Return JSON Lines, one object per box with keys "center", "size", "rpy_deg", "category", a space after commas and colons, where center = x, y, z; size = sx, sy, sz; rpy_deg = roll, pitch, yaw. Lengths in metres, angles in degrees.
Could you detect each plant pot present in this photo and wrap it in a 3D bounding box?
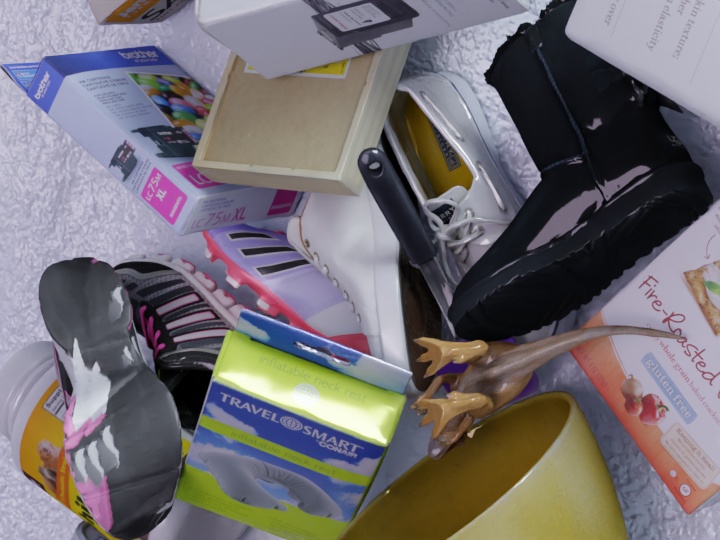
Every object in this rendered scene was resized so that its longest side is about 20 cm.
{"center": [0.093, 0.193, 1.483], "size": [0.200, 0.200, 0.142], "rpy_deg": [-30, 101, 36], "category": "plant pot"}

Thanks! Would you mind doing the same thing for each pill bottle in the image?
{"center": [-0.176, 0.131, 1.705], "size": [0.200, 0.109, 0.109], "rpy_deg": [31, 114, 29], "category": "pill bottle"}

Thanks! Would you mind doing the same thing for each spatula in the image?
{"center": [0.048, 0.008, 1.494], "size": [0.056, 0.021, 0.200], "rpy_deg": [-27, 107, 7], "category": "spatula"}

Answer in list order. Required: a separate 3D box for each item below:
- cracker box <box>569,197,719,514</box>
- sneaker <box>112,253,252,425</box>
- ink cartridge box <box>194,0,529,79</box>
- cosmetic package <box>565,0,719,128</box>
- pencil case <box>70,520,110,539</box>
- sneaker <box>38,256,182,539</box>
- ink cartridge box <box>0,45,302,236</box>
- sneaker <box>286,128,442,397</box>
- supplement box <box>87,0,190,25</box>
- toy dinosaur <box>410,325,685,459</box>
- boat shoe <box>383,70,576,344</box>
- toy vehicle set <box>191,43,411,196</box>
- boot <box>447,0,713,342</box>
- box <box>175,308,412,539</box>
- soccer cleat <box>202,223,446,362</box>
{"center": [0.235, 0.034, 1.419], "size": [0.200, 0.058, 0.134], "rpy_deg": [-46, 70, 31], "category": "cracker box"}
{"center": [-0.123, 0.057, 1.655], "size": [0.200, 0.087, 0.074], "rpy_deg": [32, 144, 31], "category": "sneaker"}
{"center": [0.003, -0.219, 1.489], "size": [0.200, 0.083, 0.145], "rpy_deg": [-11, 62, 30], "category": "ink cartridge box"}
{"center": [0.257, -0.162, 1.306], "size": [0.200, 0.166, 0.168], "rpy_deg": [35, 116, 28], "category": "cosmetic package"}
{"center": [-0.192, 0.279, 1.756], "size": [0.091, 0.083, 0.200], "rpy_deg": [28, 113, 21], "category": "pencil case"}
{"center": [-0.166, 0.093, 1.614], "size": [0.086, 0.080, 0.200], "rpy_deg": [90, 169, -63], "category": "sneaker"}
{"center": [-0.145, -0.102, 1.641], "size": [0.200, 0.119, 0.042], "rpy_deg": [39, 119, 26], "category": "ink cartridge box"}
{"center": [0.000, 0.000, 1.549], "size": [0.085, 0.073, 0.200], "rpy_deg": [-19, 59, 18], "category": "sneaker"}
{"center": [-0.161, -0.289, 1.654], "size": [0.126, 0.073, 0.200], "rpy_deg": [-31, 78, 35], "category": "supplement box"}
{"center": [0.088, 0.060, 1.452], "size": [0.200, 0.106, 0.060], "rpy_deg": [-33, 71, 46], "category": "toy dinosaur"}
{"center": [0.066, -0.037, 1.516], "size": [0.075, 0.086, 0.202], "rpy_deg": [-30, 78, 36], "category": "boat shoe"}
{"center": [-0.026, -0.149, 1.547], "size": [0.124, 0.027, 0.200], "rpy_deg": [8, 73, 36], "category": "toy vehicle set"}
{"center": [0.116, -0.068, 1.449], "size": [0.198, 0.073, 0.163], "rpy_deg": [-36, 57, 26], "category": "boot"}
{"center": [-0.046, 0.110, 1.534], "size": [0.122, 0.048, 0.200], "rpy_deg": [20, 147, -1], "category": "box"}
{"center": [-0.027, 0.012, 1.617], "size": [0.200, 0.067, 0.076], "rpy_deg": [38, 86, 32], "category": "soccer cleat"}
